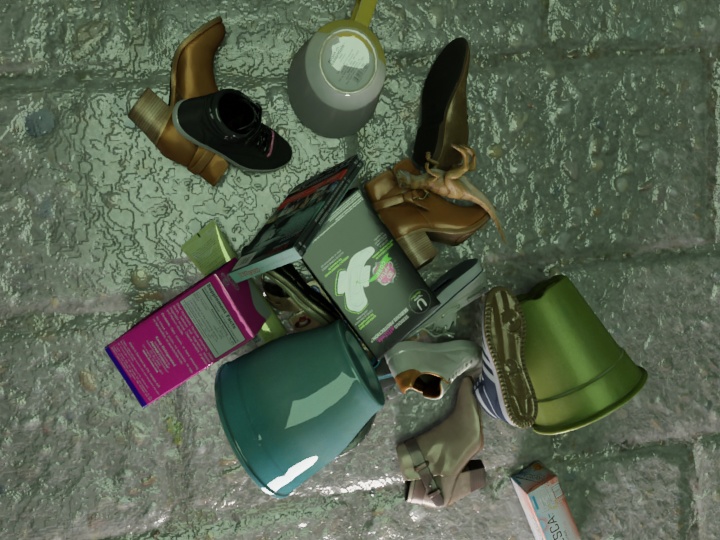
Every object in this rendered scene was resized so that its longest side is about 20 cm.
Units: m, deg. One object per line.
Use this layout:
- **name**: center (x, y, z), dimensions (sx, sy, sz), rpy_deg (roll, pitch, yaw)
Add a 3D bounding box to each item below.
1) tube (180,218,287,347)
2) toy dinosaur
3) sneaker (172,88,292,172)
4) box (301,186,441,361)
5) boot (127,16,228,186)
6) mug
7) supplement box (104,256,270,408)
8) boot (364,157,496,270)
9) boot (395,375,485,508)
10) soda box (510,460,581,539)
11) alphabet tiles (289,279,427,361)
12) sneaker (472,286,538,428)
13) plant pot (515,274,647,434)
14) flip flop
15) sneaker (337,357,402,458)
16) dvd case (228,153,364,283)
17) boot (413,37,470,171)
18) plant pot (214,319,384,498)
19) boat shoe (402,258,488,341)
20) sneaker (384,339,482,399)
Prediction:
- **tube**: center (-0.185, 0.026, 0.883), dimensions (0.058, 0.052, 0.203), rpy_deg (-39, 100, -20)
- **toy dinosaur**: center (0.147, -0.129, 0.881), dimensions (0.193, 0.061, 0.109), rpy_deg (19, 110, -5)
- **sneaker**: center (-0.149, -0.185, 0.806), dimensions (0.197, 0.097, 0.074), rpy_deg (15, 81, -47)
- **box**: center (0.000, 0.000, 0.858), dimensions (0.123, 0.148, 0.202), rpy_deg (-37, 100, -4)
- **boot**: center (-0.214, -0.240, 0.843), dimensions (0.154, 0.076, 0.203), rpy_deg (38, 77, -19)
- **mug**: center (-0.031, -0.296, 0.832), dimensions (0.144, 0.153, 0.194), rpy_deg (-11, 97, -9)
- **supplement box**: center (-0.237, 0.084, 0.824), dimensions (0.196, 0.101, 0.105), rpy_deg (-30, 99, 10)
- **boot**: center (0.112, -0.108, 0.920), dimensions (0.196, 0.074, 0.158), rpy_deg (-28, 81, -27)
- **boot**: center (0.127, 0.285, 0.960), dimensions (0.140, 0.070, 0.208), rpy_deg (-7, 89, -2)
- **soda box**: center (0.330, 0.439, 1.009), dimensions (0.062, 0.068, 0.206), rpy_deg (-24, 98, -7)
- **alphabet tiles**: center (-0.007, 0.074, 0.943), dimensions (0.195, 0.008, 0.172), rpy_deg (-27, 100, -7)
- **sneaker**: center (0.210, 0.133, 0.904), dimensions (0.067, 0.109, 0.208), rpy_deg (-7, 81, -12)
- **plant pot**: center (0.315, 0.119, 0.932), dimensions (0.196, 0.200, 0.194), rpy_deg (-29, 88, -7)
- **flip flop**: center (-0.106, 0.038, 0.886), dimensions (0.199, 0.081, 0.058), rpy_deg (42, 102, -11)
- **sneaker**: center (-0.003, 0.201, 0.923), dimensions (0.082, 0.073, 0.201), rpy_deg (46, 76, -16)
- **dvd case**: center (-0.085, -0.072, 0.800), dimensions (0.022, 0.143, 0.202), rpy_deg (51, 46, -22)
- **boot**: center (0.141, -0.256, 0.923), dimensions (0.074, 0.073, 0.208), rpy_deg (13, 92, -37)
- **plant pot**: center (-0.071, 0.175, 0.821), dimensions (0.184, 0.200, 0.204), rpy_deg (-30, 100, 7)
- **boat shoe**: center (0.129, 0.072, 0.937), dimensions (0.200, 0.074, 0.088), rpy_deg (-36, 105, -20)
- **sneaker**: center (0.125, 0.160, 0.912), dimensions (0.194, 0.073, 0.087), rpy_deg (3, 52, -34)
